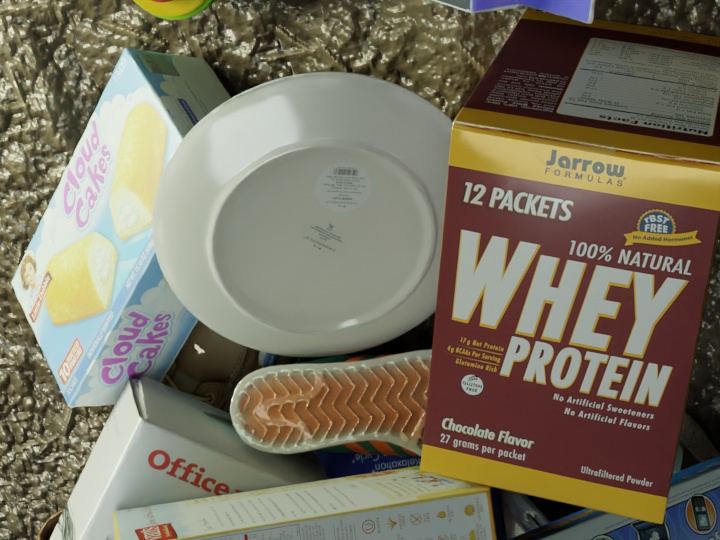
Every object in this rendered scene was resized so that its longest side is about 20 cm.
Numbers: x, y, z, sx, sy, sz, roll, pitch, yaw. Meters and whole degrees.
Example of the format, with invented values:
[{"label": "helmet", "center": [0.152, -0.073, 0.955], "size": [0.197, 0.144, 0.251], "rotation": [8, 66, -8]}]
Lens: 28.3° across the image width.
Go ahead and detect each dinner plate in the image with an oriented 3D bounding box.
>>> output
[{"label": "dinner plate", "center": [-0.022, -0.022, 0.828], "size": [0.197, 0.024, 0.202], "rotation": [-4, 126, -6]}]

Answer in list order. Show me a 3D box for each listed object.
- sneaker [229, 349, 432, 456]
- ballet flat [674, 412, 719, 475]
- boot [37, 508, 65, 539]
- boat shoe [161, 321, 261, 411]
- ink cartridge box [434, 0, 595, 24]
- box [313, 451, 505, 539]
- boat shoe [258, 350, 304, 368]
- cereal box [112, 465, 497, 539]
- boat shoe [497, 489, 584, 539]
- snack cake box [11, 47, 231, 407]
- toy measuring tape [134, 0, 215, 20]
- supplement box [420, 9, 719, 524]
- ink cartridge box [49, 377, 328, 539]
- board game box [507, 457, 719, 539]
[{"label": "sneaker", "center": [0.019, 0.083, 0.905], "size": [0.197, 0.080, 0.073], "rotation": [2, 90, 2]}, {"label": "ballet flat", "center": [0.204, 0.139, 0.900], "size": [0.199, 0.067, 0.068], "rotation": [40, 116, -3]}, {"label": "boot", "center": [-0.111, 0.194, 0.994], "size": [0.198, 0.077, 0.156], "rotation": [-19, 130, 25]}, {"label": "boat shoe", "center": [-0.122, 0.088, 0.980], "size": [0.073, 0.069, 0.201], "rotation": [30, 120, 1]}, {"label": "ink cartridge box", "center": [0.042, -0.243, 0.746], "size": [0.198, 0.043, 0.201], "rotation": [23, 124, 32]}, {"label": "box", "center": [0.036, 0.173, 0.945], "size": [0.119, 0.032, 0.203], "rotation": [-11, 85, 22]}, {"label": "boat shoe", "center": [0.000, 0.000, 0.900], "size": [0.072, 0.073, 0.201], "rotation": [28, 124, -7]}, {"label": "cereal box", "center": [-0.037, 0.145, 0.794], "size": [0.197, 0.144, 0.040], "rotation": [-8, 89, -11]}, {"label": "boat shoe", "center": [0.173, 0.195, 0.935], "size": [0.198, 0.072, 0.065], "rotation": [24, 124, 13]}, {"label": "snack cake box", "center": [-0.141, -0.024, 0.906], "size": [0.115, 0.067, 0.201], "rotation": [54, 125, 32]}, {"label": "toy measuring tape", "center": [-0.146, -0.187, 0.862], "size": [0.197, 0.074, 0.075], "rotation": [2, 115, 17]}, {"label": "supplement box", "center": [0.125, -0.011, 0.779], "size": [0.131, 0.200, 0.200], "rotation": [10, 117, 13]}, {"label": "ink cartridge box", "center": [-0.122, 0.193, 0.907], "size": [0.145, 0.086, 0.202], "rotation": [25, 98, -17]}, {"label": "board game box", "center": [0.174, 0.225, 0.798], "size": [0.056, 0.198, 0.199], "rotation": [-29, 77, 61]}]
